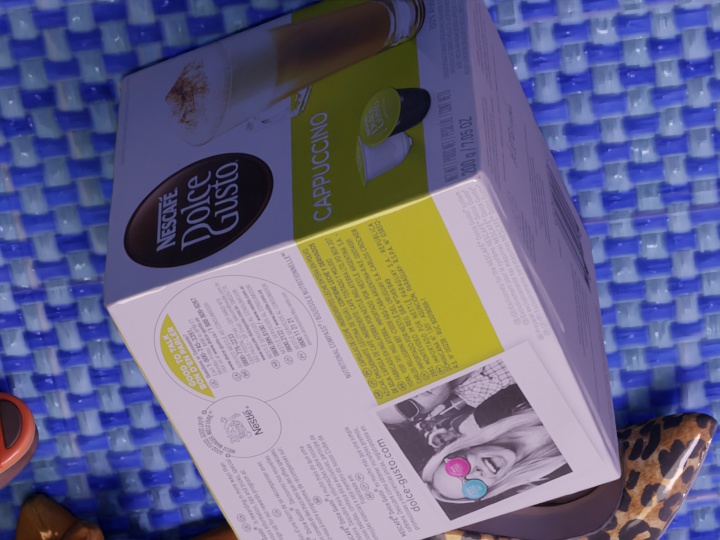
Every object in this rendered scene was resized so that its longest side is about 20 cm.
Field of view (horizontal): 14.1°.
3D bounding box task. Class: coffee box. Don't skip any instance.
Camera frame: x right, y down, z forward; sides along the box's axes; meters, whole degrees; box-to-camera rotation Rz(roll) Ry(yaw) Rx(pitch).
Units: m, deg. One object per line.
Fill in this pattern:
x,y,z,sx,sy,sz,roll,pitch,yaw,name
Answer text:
0.000,0.000,1.463,0.197,0.200,0.200,-19,125,13,coffee box

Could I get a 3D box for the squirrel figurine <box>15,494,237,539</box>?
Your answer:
-0.140,0.242,1.623,0.141,0.187,0.201,14,106,-9,squirrel figurine

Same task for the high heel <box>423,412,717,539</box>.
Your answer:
0.094,0.119,1.631,0.142,0.072,0.200,26,131,-26,high heel

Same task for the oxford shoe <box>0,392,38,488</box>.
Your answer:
-0.250,0.132,1.649,0.200,0.071,0.072,-30,141,25,oxford shoe
